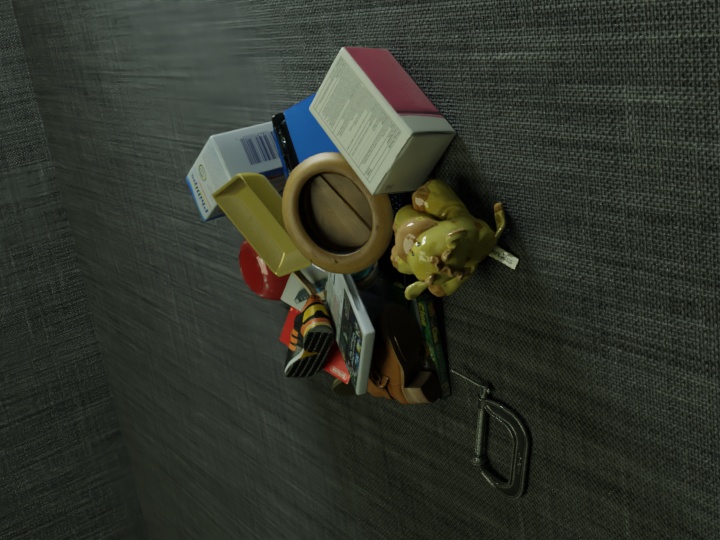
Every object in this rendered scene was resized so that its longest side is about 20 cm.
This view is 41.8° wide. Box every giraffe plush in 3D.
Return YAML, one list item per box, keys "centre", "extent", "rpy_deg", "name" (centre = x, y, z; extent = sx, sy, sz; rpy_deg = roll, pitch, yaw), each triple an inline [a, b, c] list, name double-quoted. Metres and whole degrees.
- centre: [0.112, -0.029, 1.369]
  extent: [0.198, 0.162, 0.175]
  rpy_deg: [15, 109, 26]
  name: "giraffe plush"

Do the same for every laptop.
- centre: [0.036, -0.054, 1.594]
  extent: [0.199, 0.103, 0.179]
  rpy_deg: [18, 122, 43]
  name: "laptop"

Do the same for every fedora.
- centre: [-0.031, -0.098, 1.545]
  extent: [0.198, 0.082, 0.203]
  rpy_deg: [4, 104, 15]
  name: "fedora"

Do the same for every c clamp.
- centre: [0.219, 0.278, 1.577]
  extent: [0.170, 0.027, 0.202]
  rpy_deg: [24, 125, 45]
  name: "c clamp"

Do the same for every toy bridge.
- centre: [-0.109, -0.026, 1.773]
  extent: [0.067, 0.027, 0.202]
  rpy_deg: [-24, 80, 38]
  name: "toy bridge"

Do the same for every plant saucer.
- centre: [-0.166, -0.089, 1.692]
  extent: [0.201, 0.048, 0.200]
  rpy_deg: [51, 159, -10]
  name: "plant saucer"

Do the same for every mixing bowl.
- centre: [-0.186, -0.016, 1.981]
  extent: [0.200, 0.108, 0.202]
  rpy_deg: [35, 135, 44]
  name: "mixing bowl"

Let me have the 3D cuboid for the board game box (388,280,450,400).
- centre: [0.104, 0.122, 1.652]
  extent: [0.104, 0.023, 0.202]
  rpy_deg: [27, 135, 53]
  name: "board game box"

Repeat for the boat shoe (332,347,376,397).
- centre: [0.014, 0.176, 1.797]
  extent: [0.199, 0.072, 0.069]
  rpy_deg: [-30, 40, 42]
  name: "boat shoe"

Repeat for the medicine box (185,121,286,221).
- centre: [-0.223, -0.198, 1.858]
  extent: [0.104, 0.181, 0.200]
  rpy_deg: [65, 150, 9]
  name: "medicine box"

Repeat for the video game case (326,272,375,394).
- centre: [-0.020, 0.088, 1.622]
  extent: [0.201, 0.023, 0.183]
  rpy_deg: [97, 156, -54]
  name: "video game case"

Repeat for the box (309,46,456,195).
- centre: [0.032, -0.234, 1.468]
  extent: [0.201, 0.108, 0.128]
  rpy_deg: [55, 130, 24]
  name: "box"

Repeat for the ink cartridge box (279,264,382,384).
- centre: [-0.072, 0.093, 1.792]
  extent: [0.199, 0.045, 0.178]
  rpy_deg: [28, 99, 35]
  name: "ink cartridge box"

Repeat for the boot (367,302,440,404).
- centre: [0.046, 0.148, 1.659]
  extent: [0.154, 0.077, 0.201]
  rpy_deg: [-3, 124, 48]
  name: "boot"

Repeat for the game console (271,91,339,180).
- centre: [-0.075, -0.188, 1.666]
  extent: [0.171, 0.117, 0.202]
  rpy_deg: [97, 156, -77]
  name: "game console"

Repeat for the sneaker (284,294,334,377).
- centre: [-0.098, 0.125, 1.765]
  extent: [0.201, 0.069, 0.091]
  rpy_deg: [117, 149, -51]
  name: "sneaker"

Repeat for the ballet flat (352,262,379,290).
- centre: [0.000, 0.000, 1.667]
  extent: [0.063, 0.068, 0.200]
  rpy_deg: [53, 177, -23]
  name: "ballet flat"
